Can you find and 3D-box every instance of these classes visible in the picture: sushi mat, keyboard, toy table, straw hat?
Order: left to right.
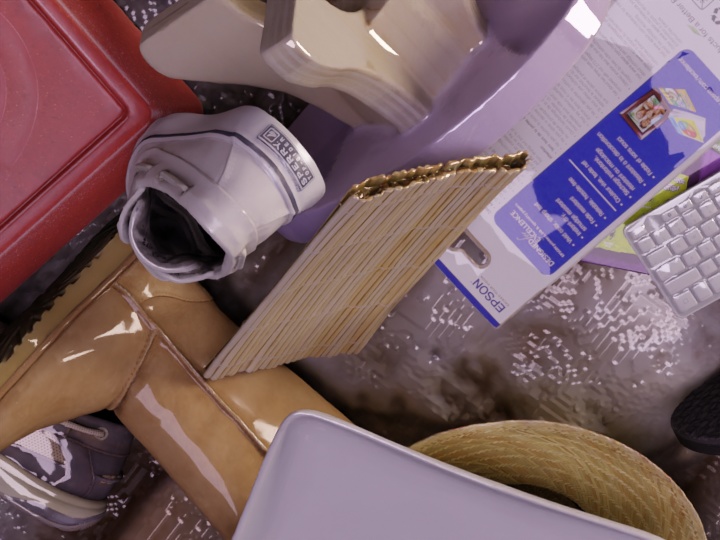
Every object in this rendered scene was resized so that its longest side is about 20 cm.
[{"bbox_3d":[0.000,0.000,1.335,0.095,0.200,0.012,-11,69,-29],"label":"sushi mat"},{"bbox_3d":[0.002,-0.111,1.312,0.200,0.184,0.117,-38,117,14],"label":"toy table"},{"bbox_3d":[0.081,0.134,1.431,0.200,0.085,0.202,2,122,4],"label":"straw hat"},{"bbox_3d":[0.223,-0.047,1.364,0.199,0.011,0.056,-30,103,14],"label":"keyboard"}]

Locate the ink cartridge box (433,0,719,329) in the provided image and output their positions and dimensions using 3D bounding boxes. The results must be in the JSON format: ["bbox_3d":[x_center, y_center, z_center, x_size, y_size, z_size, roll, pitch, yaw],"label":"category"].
[{"bbox_3d":[0.106,-0.071,1.353,0.200,0.037,0.095,-42,96,18],"label":"ink cartridge box"}]

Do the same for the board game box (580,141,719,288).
[{"bbox_3d":[0.195,-0.048,1.385,0.199,0.032,0.121,11,113,1],"label":"board game box"}]

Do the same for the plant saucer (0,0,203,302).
[{"bbox_3d":[-0.208,-0.082,1.373,0.200,0.037,0.200,-42,102,-4],"label":"plant saucer"}]

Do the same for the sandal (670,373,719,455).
[{"bbox_3d":[0.250,0.064,1.399,0.199,0.075,0.045,-14,118,8],"label":"sandal"}]

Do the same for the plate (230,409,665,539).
[{"bbox_3d":[0.025,0.166,1.386,0.199,0.032,0.201,20,121,-9],"label":"plate"}]

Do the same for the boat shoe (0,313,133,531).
[{"bbox_3d":[-0.201,0.051,1.443,0.200,0.075,0.073,33,96,-12],"label":"boat shoe"}]

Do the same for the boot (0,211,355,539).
[{"bbox_3d":[-0.091,0.090,1.403,0.200,0.066,0.175,48,65,-10],"label":"boot"}]

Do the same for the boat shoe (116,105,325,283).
[{"bbox_3d":[-0.077,-0.025,1.310,0.066,0.200,0.072,-43,105,-17],"label":"boat shoe"}]
